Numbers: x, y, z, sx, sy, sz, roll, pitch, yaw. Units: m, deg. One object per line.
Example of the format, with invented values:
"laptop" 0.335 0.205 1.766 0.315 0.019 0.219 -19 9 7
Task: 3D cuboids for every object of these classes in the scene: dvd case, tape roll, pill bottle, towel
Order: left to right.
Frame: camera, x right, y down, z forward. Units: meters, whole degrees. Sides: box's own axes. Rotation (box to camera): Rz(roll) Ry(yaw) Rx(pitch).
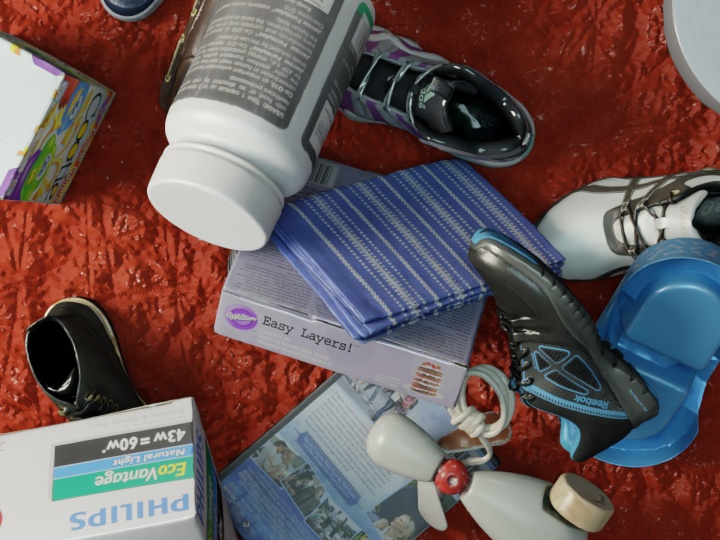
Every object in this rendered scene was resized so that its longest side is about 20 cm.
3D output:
"pill bottle" -0.073 -0.124 1.375 0.112 0.113 0.201 22 69 1
"dvd case" -0.008 0.163 1.507 0.200 0.018 0.143 -41 90 4
"towel" 0.039 -0.019 1.411 0.199 0.024 0.145 -17 49 -34
"tape roll" 0.335 -0.205 1.460 0.198 0.066 0.203 0 92 3

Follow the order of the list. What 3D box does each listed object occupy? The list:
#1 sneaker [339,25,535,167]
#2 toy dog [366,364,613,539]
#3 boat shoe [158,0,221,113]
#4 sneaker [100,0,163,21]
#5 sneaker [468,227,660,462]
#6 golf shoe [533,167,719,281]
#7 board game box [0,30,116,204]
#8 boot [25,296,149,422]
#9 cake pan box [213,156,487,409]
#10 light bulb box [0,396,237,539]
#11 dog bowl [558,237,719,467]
"sneaker" 0.043 -0.138 1.434 0.198 0.140 0.078 19 93 1
"toy dog" 0.105 0.166 1.463 0.132 0.096 0.201 -38 94 10
"boat shoe" -0.101 -0.209 1.475 0.070 0.070 0.202 21 85 41
"sneaker" -0.161 -0.293 1.453 0.069 0.108 0.202 20 92 2
"sneaker" 0.134 0.056 1.368 0.082 0.073 0.200 -40 109 4
"golf shoe" 0.224 -0.040 1.456 0.198 0.094 0.079 -16 92 4
"board game box" -0.266 -0.119 1.416 0.104 0.200 0.104 28 92 2
"boot" -0.201 0.120 1.452 0.077 0.138 0.201 -30 91 3
"cake pan box" 0.000 0.000 1.426 0.198 0.185 0.053 17 129 0
"light bulb box" -0.195 0.221 1.416 0.196 0.125 0.201 -10 130 2
"dog bowl" 0.226 0.059 1.438 0.111 0.050 0.201 24 124 -4
